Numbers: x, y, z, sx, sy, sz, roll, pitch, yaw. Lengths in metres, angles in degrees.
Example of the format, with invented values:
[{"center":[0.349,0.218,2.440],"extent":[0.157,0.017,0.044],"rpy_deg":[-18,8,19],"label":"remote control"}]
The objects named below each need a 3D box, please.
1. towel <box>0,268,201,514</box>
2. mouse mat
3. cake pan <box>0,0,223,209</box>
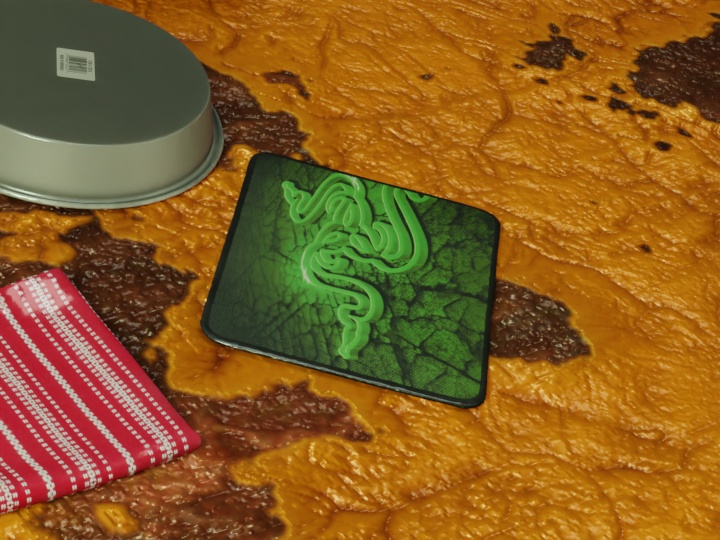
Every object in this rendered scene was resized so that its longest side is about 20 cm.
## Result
[{"center":[-0.194,0.062,0.878],"extent":[0.199,0.023,0.145],"rpy_deg":[-14,45,-36],"label":"towel"},{"center":[0.000,0.000,1.058],"extent":[0.160,0.008,0.200],"rpy_deg":[14,33,-3],"label":"mouse mat"},{"center":[-0.177,-0.108,1.110],"extent":[0.199,0.037,0.201],"rpy_deg":[11,34,-8],"label":"cake pan"}]
